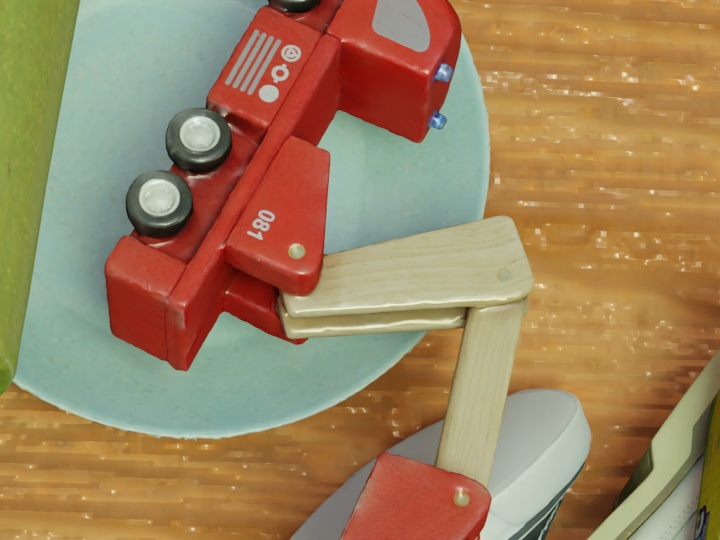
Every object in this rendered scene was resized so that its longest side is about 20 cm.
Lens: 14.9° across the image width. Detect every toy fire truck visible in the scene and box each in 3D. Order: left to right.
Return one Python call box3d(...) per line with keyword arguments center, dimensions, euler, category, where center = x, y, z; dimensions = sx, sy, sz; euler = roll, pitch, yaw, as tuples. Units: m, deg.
box3d(center=(0.000, 0.000, 0.839), dimensions=(0.140, 0.049, 0.201), euler=(25, 64, 9), category="toy fire truck")

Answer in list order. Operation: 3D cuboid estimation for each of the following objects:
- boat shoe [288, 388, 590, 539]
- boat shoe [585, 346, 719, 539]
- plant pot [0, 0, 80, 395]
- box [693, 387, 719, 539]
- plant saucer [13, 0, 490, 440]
box3d(center=(0.009, 0.117, 0.858), dimensions=(0.200, 0.071, 0.068), euler=(-44, 117, -32), category="boat shoe")
box3d(center=(0.093, 0.113, 0.865), dimensions=(0.068, 0.075, 0.200), euler=(34, 70, 9), category="boat shoe")
box3d(center=(-0.158, -0.058, 0.770), dimensions=(0.199, 0.201, 0.186), euler=(2, 70, -8), category="plant pot")
box3d(center=(0.154, 0.107, 0.818), dimensions=(0.116, 0.048, 0.201), euler=(13, 64, -2), category="box")
box3d(center=(-0.058, -0.038, 0.908), dimensions=(0.199, 0.039, 0.203), euler=(3, 72, -9), category="plant saucer")
